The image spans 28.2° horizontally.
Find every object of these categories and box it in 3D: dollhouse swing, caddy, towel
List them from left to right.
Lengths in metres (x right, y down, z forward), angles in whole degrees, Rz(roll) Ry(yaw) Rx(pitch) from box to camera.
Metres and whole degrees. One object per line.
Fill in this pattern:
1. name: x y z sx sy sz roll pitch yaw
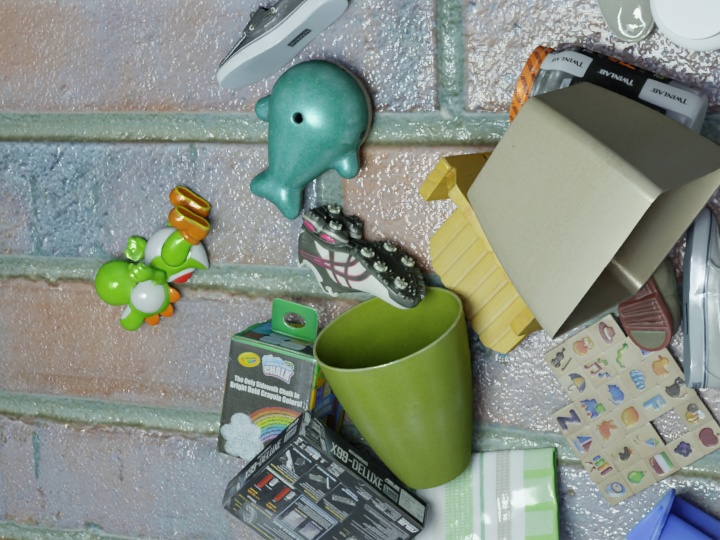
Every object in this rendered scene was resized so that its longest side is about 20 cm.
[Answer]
1. dollhouse swing: 0.130 -0.001 1.628 0.176 0.181 0.201 -42 73 31
2. towel: 0.143 0.292 1.743 0.198 0.031 0.151 -9 68 20
3. caddy: 0.339 0.351 1.651 0.104 0.141 0.202 24 107 13

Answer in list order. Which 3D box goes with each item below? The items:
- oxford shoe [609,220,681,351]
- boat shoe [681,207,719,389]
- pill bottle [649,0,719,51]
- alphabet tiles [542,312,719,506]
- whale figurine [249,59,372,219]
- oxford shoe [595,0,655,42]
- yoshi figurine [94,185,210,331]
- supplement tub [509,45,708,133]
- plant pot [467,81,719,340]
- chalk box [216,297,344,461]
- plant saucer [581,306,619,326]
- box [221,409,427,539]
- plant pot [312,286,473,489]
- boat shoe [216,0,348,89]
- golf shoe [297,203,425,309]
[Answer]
1. oxford shoe: 0.309 -0.013 1.613 0.070 0.075 0.202 -9 104 38
2. boat shoe: 0.405 0.031 1.593 0.085 0.075 0.204 2 76 4
3. pill bottle: 0.364 -0.286 1.494 0.111 0.200 0.114 4 101 20
4. alphabet tiles: 0.309 0.158 1.692 0.166 0.008 0.201 -34 91 24
5. whale figurine: -0.073 -0.158 1.745 0.159 0.104 0.201 36 111 12
6. oxford shoe: 0.286 -0.353 1.593 0.074 0.058 0.202 -6 99 20
7. yoshi figurine: -0.279 -0.014 1.861 0.112 0.112 0.201 46 116 26
8. supplement tub: 0.274 -0.173 1.594 0.198 0.122 0.124 23 107 16
9. plant pot: 0.233 -0.081 1.479 0.177 0.199 0.201 45 126 19
10. chalk box: -0.090 0.135 1.796 0.124 0.124 0.202 14 104 20
11. plant saucer: 0.247 -0.031 1.669 0.198 0.050 0.203 4 100 21
12. box: -0.043 0.284 1.728 0.199 0.050 0.158 38 119 -14
13. plant pot: 0.062 0.153 1.722 0.185 0.188 0.202 -10 115 23
14. boat shoe: -0.105 -0.300 1.757 0.199 0.070 0.067 -36 68 26
15. golf shoe: 0.000 0.000 1.754 0.200 0.077 0.089 39 120 33
